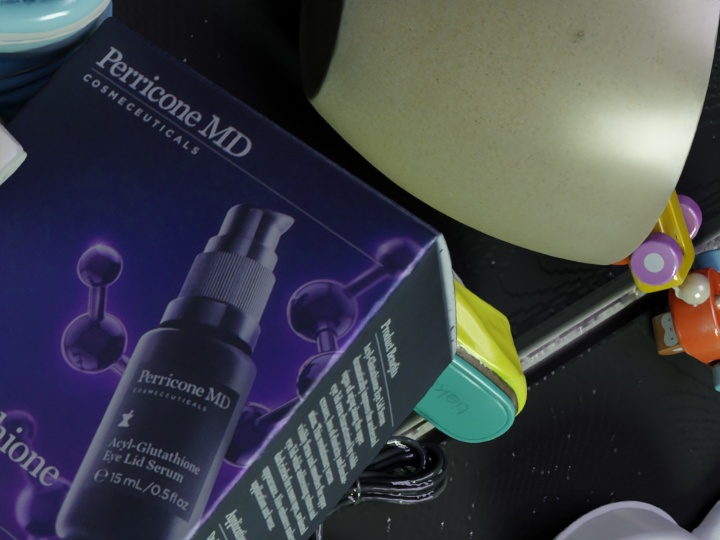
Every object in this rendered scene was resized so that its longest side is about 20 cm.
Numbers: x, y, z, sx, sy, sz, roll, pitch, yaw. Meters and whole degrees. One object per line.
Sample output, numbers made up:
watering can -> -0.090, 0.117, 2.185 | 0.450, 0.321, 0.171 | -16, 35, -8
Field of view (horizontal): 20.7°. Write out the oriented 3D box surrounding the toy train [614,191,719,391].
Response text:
toy train -> 0.139, -0.039, 0.958 | 0.150, 0.056, 0.200 | 14, 64, -64

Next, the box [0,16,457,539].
box -> -0.084, 0.042, 0.658 | 0.200, 0.148, 0.104 | -51, 161, -17

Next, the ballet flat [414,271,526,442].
ballet flat -> 0.000, 0.000, 0.840 | 0.200, 0.067, 0.067 | 39, 41, -32

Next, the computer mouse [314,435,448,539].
computer mouse -> -0.004, 0.171, 0.822 | 0.110, 0.044, 0.200 | -1, 86, -40

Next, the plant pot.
plant pot -> 0.049, -0.108, 0.820 | 0.134, 0.200, 0.200 | 5, 81, -13

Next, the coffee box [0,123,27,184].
coffee box -> -0.210, -0.003, 0.560 | 0.113, 0.080, 0.200 | 47, 71, -8

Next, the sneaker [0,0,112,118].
sneaker -> -0.180, -0.093, 0.694 | 0.200, 0.131, 0.080 | 4, 78, -2

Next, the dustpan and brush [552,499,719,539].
dustpan and brush -> 0.150, 0.154, 0.948 | 0.200, 0.057, 0.140 | -29, 115, -30
